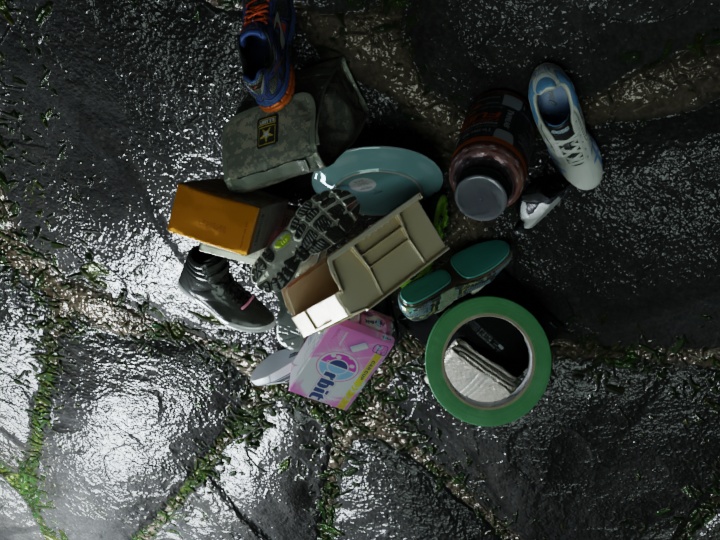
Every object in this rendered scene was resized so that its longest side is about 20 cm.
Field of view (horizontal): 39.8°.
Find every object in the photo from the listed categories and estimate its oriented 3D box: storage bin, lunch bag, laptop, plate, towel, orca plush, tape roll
[{"bbox_3d":[0.000,0.000,1.474,0.094,0.197,0.200,56,153,-2],"label":"storage bin"},{"bbox_3d":[-0.099,-0.197,1.412,0.162,0.201,0.119,-12,124,28],"label":"lunch bag"},{"bbox_3d":[0.199,0.090,1.669,0.187,0.116,0.200,40,101,-16],"label":"laptop"},{"bbox_3d":[0.025,-0.124,1.482,0.196,0.026,0.201,0,156,0],"label":"plate"},{"bbox_3d":[0.187,0.186,1.685,0.132,0.035,0.200,35,155,3],"label":"towel"},{"bbox_3d":[0.237,-0.108,1.407,0.105,0.200,0.071,-43,83,13],"label":"orca plush"},{"bbox_3d":[0.200,0.141,1.568,0.196,0.048,0.205,0,91,3],"label":"tape roll"}]

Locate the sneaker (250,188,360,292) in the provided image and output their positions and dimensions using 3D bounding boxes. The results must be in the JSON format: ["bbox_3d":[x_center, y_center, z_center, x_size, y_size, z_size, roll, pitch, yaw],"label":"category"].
[{"bbox_3d":[-0.087,-0.052,1.477,0.199,0.085,0.077,-40,101,3],"label":"sneaker"}]

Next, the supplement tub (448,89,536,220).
[{"bbox_3d":[0.179,-0.154,1.350,0.105,0.201,0.108,9,130,11],"label":"supplement tub"}]

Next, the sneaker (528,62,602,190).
[{"bbox_3d":[0.282,-0.188,1.374,0.071,0.073,0.201,-15,123,26],"label":"sneaker"}]

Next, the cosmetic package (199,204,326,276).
[{"bbox_3d":[-0.150,-0.060,1.601,0.197,0.071,0.107,16,100,7],"label":"cosmetic package"}]

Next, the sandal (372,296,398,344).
[{"bbox_3d":[0.018,0.057,1.677,0.074,0.048,0.202,-7,125,24],"label":"sandal"}]

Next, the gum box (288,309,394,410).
[{"bbox_3d":[-0.031,0.139,1.683,0.112,0.067,0.201,20,130,-15],"label":"gum box"}]

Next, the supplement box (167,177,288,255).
[{"bbox_3d":[-0.190,-0.083,1.465,0.124,0.200,0.075,17,99,5],"label":"supplement box"}]

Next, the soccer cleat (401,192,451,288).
[{"bbox_3d":[0.088,-0.043,1.565,0.080,0.068,0.202,26,133,14],"label":"soccer cleat"}]

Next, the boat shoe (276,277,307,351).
[{"bbox_3d":[-0.100,0.046,1.708,0.073,0.065,0.205,21,127,18],"label":"boat shoe"}]

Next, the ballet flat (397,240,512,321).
[{"bbox_3d":[0.148,0.018,1.551,0.197,0.074,0.075,-24,124,-7],"label":"ballet flat"}]

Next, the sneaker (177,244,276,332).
[{"bbox_3d":[-0.229,0.029,1.709,0.198,0.071,0.100,29,136,14],"label":"sneaker"}]

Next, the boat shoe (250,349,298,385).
[{"bbox_3d":[-0.112,0.178,1.811,0.198,0.072,0.068,-25,116,25],"label":"boat shoe"}]

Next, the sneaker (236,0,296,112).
[{"bbox_3d":[-0.131,-0.320,1.346,0.074,0.204,0.078,-15,162,20],"label":"sneaker"}]
